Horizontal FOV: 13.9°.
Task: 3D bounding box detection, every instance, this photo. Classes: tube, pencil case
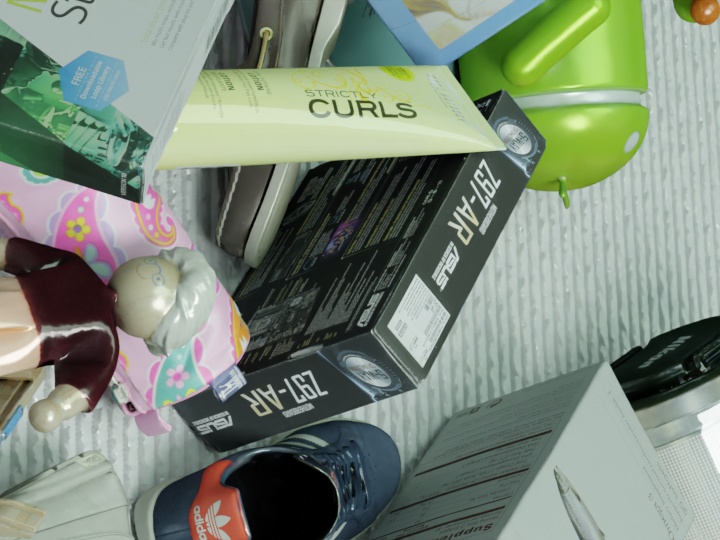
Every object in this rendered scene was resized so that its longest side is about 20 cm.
[{"bbox_3d":[-0.024,-0.084,1.552,0.199,0.052,0.058,-3,82,-28],"label":"tube"},{"bbox_3d":[-0.138,-0.014,1.516,0.200,0.087,0.088,56,43,-20],"label":"pencil case"}]

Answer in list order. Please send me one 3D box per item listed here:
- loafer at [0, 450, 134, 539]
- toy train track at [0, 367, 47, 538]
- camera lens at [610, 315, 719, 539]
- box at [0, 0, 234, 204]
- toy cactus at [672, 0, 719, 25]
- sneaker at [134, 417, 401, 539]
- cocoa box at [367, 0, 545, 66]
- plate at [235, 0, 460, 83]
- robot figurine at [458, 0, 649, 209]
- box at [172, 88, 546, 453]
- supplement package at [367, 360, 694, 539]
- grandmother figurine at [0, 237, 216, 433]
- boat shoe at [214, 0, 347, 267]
[{"bbox_3d":[-0.177,0.148,1.426,0.200,0.070,0.070,-25,87,-50],"label":"loafer"},{"bbox_3d":[-0.195,0.083,1.411,0.200,0.114,0.033,-61,151,-61],"label":"toy train track"},{"bbox_3d":[0.225,0.139,1.808,0.160,0.159,0.201,-33,101,-48],"label":"camera lens"},{"bbox_3d":[-0.176,-0.122,1.454,0.199,0.036,0.145,16,53,7],"label":"box"},{"bbox_3d":[0.177,-0.227,1.911,0.164,0.103,0.200,24,12,-5],"label":"toy cactus"},{"bbox_3d":[-0.027,0.122,1.590,0.200,0.084,0.075,-19,91,-50],"label":"sneaker"},{"bbox_3d":[0.044,-0.238,1.651,0.200,0.133,0.131,52,32,-10],"label":"cocoa box"},{"bbox_3d":[0.002,-0.158,1.768,0.200,0.025,0.202,19,64,-44],"label":"plate"},{"bbox_3d":[0.117,-0.140,1.813,0.175,0.115,0.201,16,69,-81],"label":"robot figurine"},{"bbox_3d":[0.000,0.000,1.606,0.044,0.160,0.200,49,45,-21],"label":"box"},{"bbox_3d":[0.090,0.160,1.662,0.117,0.117,0.200,60,33,-15],"label":"supplement package"},{"bbox_3d":[-0.162,0.025,1.430,0.199,0.061,0.122,-10,64,-25],"label":"grandmother figurine"},{"bbox_3d":[-0.053,-0.100,1.659,0.059,0.072,0.201,16,73,0],"label":"boat shoe"}]
